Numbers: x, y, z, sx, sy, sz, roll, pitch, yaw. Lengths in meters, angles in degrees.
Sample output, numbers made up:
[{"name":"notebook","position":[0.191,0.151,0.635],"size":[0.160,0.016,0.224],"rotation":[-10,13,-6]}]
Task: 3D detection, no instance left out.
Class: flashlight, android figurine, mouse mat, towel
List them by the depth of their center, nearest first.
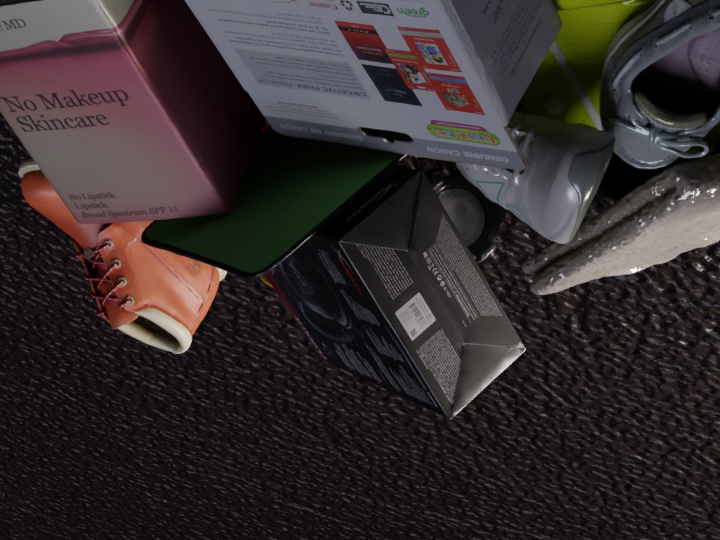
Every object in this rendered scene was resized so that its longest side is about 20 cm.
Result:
[{"name":"android figurine","position":[0.155,-0.131,1.106],"size":[0.198,0.041,0.182],"rotation":[-2,147,29]},{"name":"mouse mat","position":[-0.051,-0.057,1.177],"size":[0.008,0.161,0.200],"rotation":[57,161,-24]},{"name":"towel","position":[0.205,-0.033,1.185],"size":[0.132,0.035,0.200],"rotation":[-14,168,-29]},{"name":"flashlight","position":[0.042,-0.027,1.290],"size":[0.067,0.068,0.200],"rotation":[-14,179,-16]}]

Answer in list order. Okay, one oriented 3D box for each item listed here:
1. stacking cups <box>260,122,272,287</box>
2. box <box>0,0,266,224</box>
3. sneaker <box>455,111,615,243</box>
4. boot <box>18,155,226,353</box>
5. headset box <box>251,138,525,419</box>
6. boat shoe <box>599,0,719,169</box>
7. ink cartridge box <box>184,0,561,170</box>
[{"name":"stacking cups","position":[-0.075,-0.068,1.347],"size":[0.060,0.061,0.201],"rotation":[6,145,20]},{"name":"box","position":[-0.161,-0.137,1.166],"size":[0.127,0.110,0.201],"rotation":[-3,139,27]},{"name":"sneaker","position":[0.100,-0.064,1.113],"size":[0.080,0.071,0.200],"rotation":[25,179,-9]},{"name":"boot","position":[-0.199,-0.014,1.452],"size":[0.199,0.108,0.075],"rotation":[34,150,-26]},{"name":"headset box","position":[0.000,0.000,1.201],"size":[0.149,0.077,0.200],"rotation":[58,163,-24]},{"name":"boat shoe","position":[0.183,-0.111,1.021],"size":[0.074,0.065,0.202],"rotation":[17,151,-6]},{"name":"ink cartridge box","position":[0.005,-0.153,1.057],"size":[0.199,0.084,0.176],"rotation":[12,151,34]}]
